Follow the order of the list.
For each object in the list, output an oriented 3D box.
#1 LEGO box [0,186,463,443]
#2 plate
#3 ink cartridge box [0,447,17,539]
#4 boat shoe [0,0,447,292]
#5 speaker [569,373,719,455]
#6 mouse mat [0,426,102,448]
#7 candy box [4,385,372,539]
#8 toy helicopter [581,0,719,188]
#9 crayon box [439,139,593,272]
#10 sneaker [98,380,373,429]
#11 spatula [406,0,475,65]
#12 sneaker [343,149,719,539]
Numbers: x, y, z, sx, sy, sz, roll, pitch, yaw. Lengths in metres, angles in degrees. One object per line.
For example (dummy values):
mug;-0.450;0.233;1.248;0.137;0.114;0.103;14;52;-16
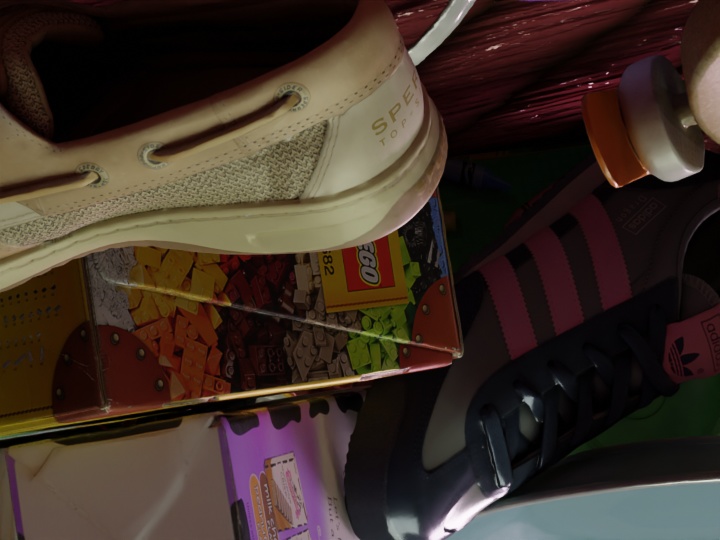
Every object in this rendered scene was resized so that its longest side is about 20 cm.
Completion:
LEGO box;-0.093;0.011;0.781;0.199;0.078;0.148;-12;176;43
plate;0.124;0.086;0.879;0.199;0.026;0.200;0;162;0
ink cartridge box;-0.091;0.121;0.947;0.199;0.085;0.144;12;166;-41
boat shoe;-0.080;-0.041;0.624;0.199;0.072;0.065;-7;138;16
speaker;0.071;0.061;0.994;0.088;0.089;0.200;-9;170;-22
mouse mat;-0.149;0.065;1.071;0.198;0.008;0.161;3;-174;2
candy box;-0.033;0.127;0.790;0.071;0.169;0.200;-10;177;14
toy helicopter;0.125;-0.038;0.712;0.131;0.079;0.200;-12;157;-1
crayon box;0.000;0.000;0.978;0.199;0.059;0.119;-9;171;-24
sneaker;-0.050;0.026;1.081;0.199;0.078;0.082;-4;-175;-35
spatula;0.005;-0.061;0.722;0.199;0.021;0.056;-17;173;33
sneaker;0.076;0.024;0.822;0.082;0.070;0.200;17;-131;37
